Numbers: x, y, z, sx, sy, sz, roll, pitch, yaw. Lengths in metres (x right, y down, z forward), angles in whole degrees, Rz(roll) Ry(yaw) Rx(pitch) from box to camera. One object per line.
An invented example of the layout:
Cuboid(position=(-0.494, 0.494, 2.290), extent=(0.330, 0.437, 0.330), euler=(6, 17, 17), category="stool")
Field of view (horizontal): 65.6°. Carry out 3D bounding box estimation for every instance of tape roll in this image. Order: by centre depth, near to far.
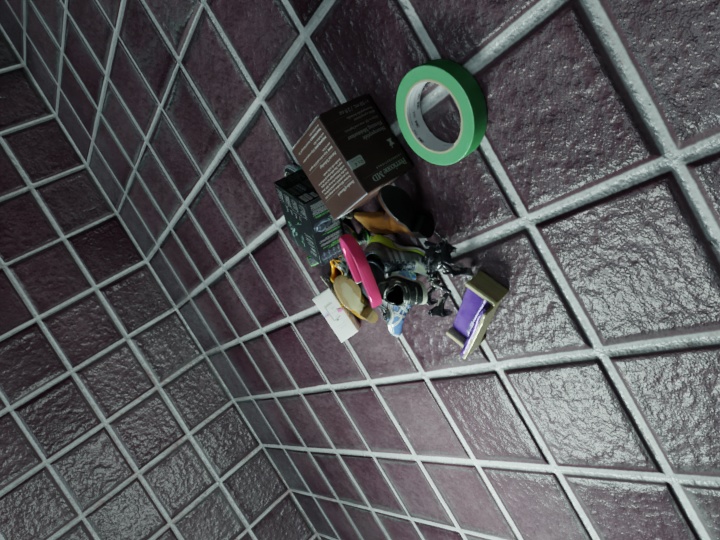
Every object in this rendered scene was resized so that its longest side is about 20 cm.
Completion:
Cuboid(position=(0.160, -0.316, 1.125), extent=(0.199, 0.048, 0.203), euler=(33, 140, 33), category="tape roll")

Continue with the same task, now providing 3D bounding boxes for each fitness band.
Cuboid(position=(0.000, 0.000, 1.400), extent=(0.144, 0.037, 0.202), euler=(-128, 14, -67), category="fitness band")

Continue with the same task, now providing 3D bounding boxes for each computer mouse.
Cuboid(position=(0.048, 0.060, 1.582), extent=(0.201, 0.052, 0.138), euler=(55, 148, 2), category="computer mouse")

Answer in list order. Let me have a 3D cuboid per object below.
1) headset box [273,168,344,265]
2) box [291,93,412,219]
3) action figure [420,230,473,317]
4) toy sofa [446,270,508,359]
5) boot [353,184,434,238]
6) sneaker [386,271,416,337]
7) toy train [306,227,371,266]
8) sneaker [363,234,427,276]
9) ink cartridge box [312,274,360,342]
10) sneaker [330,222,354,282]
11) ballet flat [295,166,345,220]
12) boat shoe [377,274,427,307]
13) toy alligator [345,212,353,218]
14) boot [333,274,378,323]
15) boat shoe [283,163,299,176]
Cuboid(position=(-0.125, -0.134, 1.453), extent=(0.174, 0.092, 0.202), euler=(37, 148, 47), category="headset box")
Cuboid(position=(-0.022, -0.261, 1.296), extent=(0.201, 0.165, 0.164), euler=(56, 146, -1), category="box")
Cuboid(position=(0.192, 0.001, 1.301), extent=(0.119, 0.101, 0.203), euler=(41, 135, 44), category="action figure")
Cuboid(position=(0.261, 0.108, 1.309), extent=(0.083, 0.097, 0.201), euler=(39, 144, 23), category="toy sofa")
Cuboid(position=(0.056, -0.141, 1.345), extent=(0.187, 0.069, 0.199), euler=(27, 168, -39), category="boot")
Cuboid(position=(0.107, 0.090, 1.483), extent=(0.076, 0.076, 0.203), euler=(2, 116, 3), category="sneaker")
Cuboid(position=(-0.059, -0.063, 1.530), extent=(0.198, 0.056, 0.042), euler=(-23, 102, 21), category="toy train")
Cuboid(position=(0.094, -0.020, 1.406), extent=(0.198, 0.081, 0.075), euler=(19, 140, 21), category="sneaker")
Cuboid(position=(-0.082, 0.114, 1.733), extent=(0.201, 0.067, 0.116), euler=(57, -174, 0), category="ink cartridge box")
Cuboid(position=(-0.053, -0.046, 1.601), extent=(0.078, 0.077, 0.202), euler=(29, 136, 38), category="sneaker")
Cuboid(position=(-0.113, -0.204, 1.556), extent=(0.200, 0.072, 0.072), euler=(47, 146, 17), category="ballet flat")
Cuboid(position=(0.084, 0.051, 1.356), extent=(0.199, 0.067, 0.073), euler=(5, 107, 65), category="boat shoe")
Cuboid(position=(-0.075, -0.229, 1.489), extent=(0.201, 0.059, 0.054), euler=(52, 147, 7), category="toy alligator")
Cuboid(position=(-0.039, 0.073, 1.632), extent=(0.201, 0.071, 0.144), euler=(48, 170, -30), category="boot")
Cuboid(position=(-0.168, -0.215, 1.608), extent=(0.201, 0.071, 0.072), euler=(55, 147, 4), category="boat shoe")
